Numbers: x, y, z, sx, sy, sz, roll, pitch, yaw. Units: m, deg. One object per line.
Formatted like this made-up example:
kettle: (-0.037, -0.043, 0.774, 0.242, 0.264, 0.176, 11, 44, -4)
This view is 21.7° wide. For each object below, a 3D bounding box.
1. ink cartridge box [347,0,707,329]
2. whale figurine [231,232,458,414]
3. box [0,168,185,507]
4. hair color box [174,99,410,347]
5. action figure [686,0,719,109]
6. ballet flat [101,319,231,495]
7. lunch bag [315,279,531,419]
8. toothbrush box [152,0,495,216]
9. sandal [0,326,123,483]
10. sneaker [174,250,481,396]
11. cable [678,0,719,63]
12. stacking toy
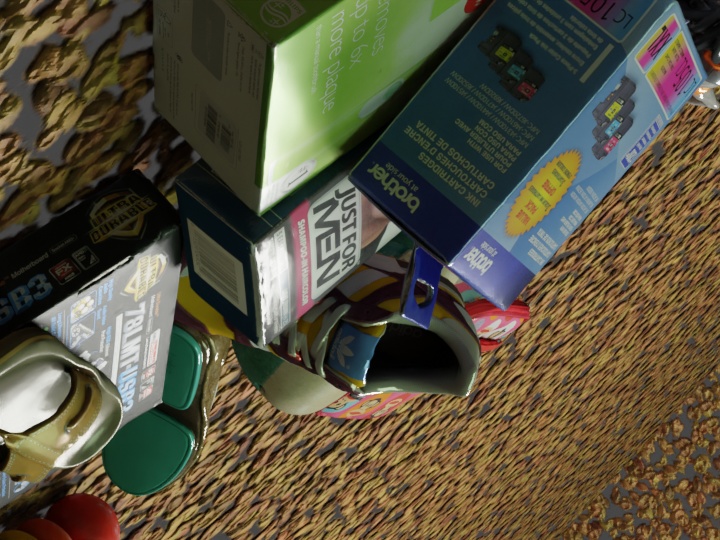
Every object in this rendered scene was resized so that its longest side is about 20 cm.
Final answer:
ink cartridge box: (0.078, -0.062, 0.953, 0.200, 0.076, 0.136, -48, 160, 4)
whale figurine: (0.000, 0.000, 1.197, 0.200, 0.104, 0.159, -42, 175, -15)
box: (-0.188, 0.061, 1.002, 0.198, 0.050, 0.200, -36, 161, -27)
hair color box: (-0.003, -0.061, 0.987, 0.200, 0.060, 0.100, -41, 155, -23)
action figure: (0.300, -0.194, 1.429, 0.200, 0.105, 0.193, -45, 173, 14)
ballet flat: (-0.115, 0.069, 1.190, 0.072, 0.068, 0.200, -54, 169, -40)
lunch bag: (0.045, 0.035, 1.369, 0.176, 0.082, 0.200, -33, 169, 13)
toothbrush box: (0.003, -0.141, 0.890, 0.200, 0.086, 0.146, -38, 162, -24)
sandal: (-0.160, 0.078, 0.938, 0.080, 0.054, 0.200, -45, 162, 2)
sneaker: (-0.026, 0.023, 1.060, 0.090, 0.199, 0.075, -109, -148, -65)
cable: (0.271, -0.214, 1.219, 0.163, 0.051, 0.200, -35, -155, 20)
stacking toy: (-0.231, 0.201, 1.215, 0.200, 0.085, 0.085, -35, 163, -50)
